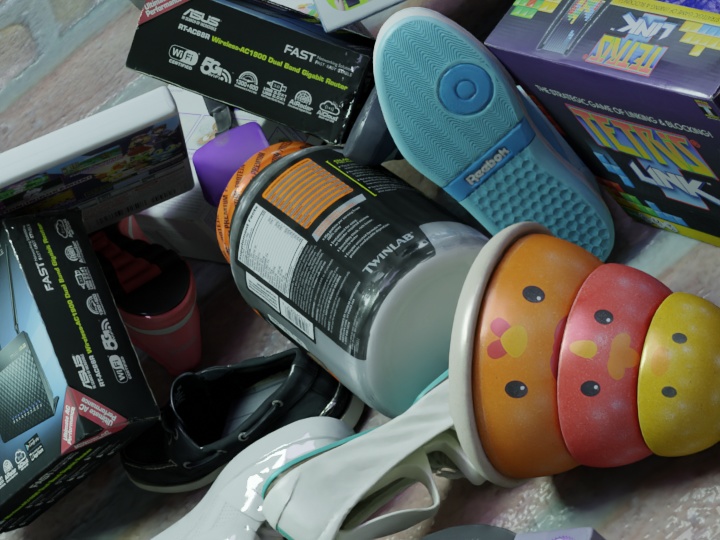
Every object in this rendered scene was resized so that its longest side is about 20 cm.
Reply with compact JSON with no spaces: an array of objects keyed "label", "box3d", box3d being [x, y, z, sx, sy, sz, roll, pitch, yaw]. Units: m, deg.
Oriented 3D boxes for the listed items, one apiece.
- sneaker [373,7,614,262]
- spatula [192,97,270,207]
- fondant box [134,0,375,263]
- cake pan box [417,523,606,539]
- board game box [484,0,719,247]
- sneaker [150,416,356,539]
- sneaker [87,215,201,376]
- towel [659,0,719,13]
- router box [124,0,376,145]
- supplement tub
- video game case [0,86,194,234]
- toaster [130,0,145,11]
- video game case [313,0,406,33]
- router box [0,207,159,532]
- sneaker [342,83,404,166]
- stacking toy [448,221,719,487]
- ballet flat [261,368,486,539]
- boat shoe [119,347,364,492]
[{"label":"sneaker","box3d":[0.074,-0.093,1.437,0.079,0.200,0.131,-32,25,15]},{"label":"spatula","box3d":[-0.099,-0.108,1.681,0.056,0.021,0.200,-27,35,5]},{"label":"fondant box","box3d":[-0.091,-0.105,1.741,0.144,0.058,0.201,9,63,51]},{"label":"cake pan box","box3d":[0.042,0.231,1.261,0.183,0.052,0.201,-9,48,39]},{"label":"board game box","box3d":[0.184,-0.078,1.324,0.057,0.165,0.200,-52,34,-11]},{"label":"sneaker","box3d":[-0.068,0.183,1.414,0.200,0.074,0.116,-42,34,23]},{"label":"sneaker","box3d":[-0.170,0.008,1.671,0.073,0.087,0.200,-29,41,-14]},{"label":"towel","box3d":[0.206,-0.191,1.519,0.200,0.050,0.148,-47,33,-1]},{"label":"router box","box3d":[-0.055,-0.138,1.573,0.200,0.149,0.063,-30,-39,-79]},{"label":"supplement tub","box3d":[0.000,0.000,1.461,0.123,0.123,0.200,-48,40,-4]},{"label":"video game case","box3d":[-0.207,-0.049,1.561,0.199,0.182,0.023,-23,78,-6]},{"label":"toaster","box3d":[-0.153,-0.317,1.969,0.181,0.119,0.200,-41,35,5]},{"label":"video game case","box3d":[0.058,-0.216,1.587,0.180,0.046,0.200,-22,7,6]},{"label":"router box","box3d":[-0.227,0.072,1.568,0.200,0.062,0.151,-39,69,45]},{"label":"sneaker","box3d":[0.050,-0.102,1.504,0.070,0.082,0.200,-60,-4,26]},{"label":"stacking toy","box3d":[0.159,0.051,1.279,0.199,0.146,0.147,4,56,29]},{"label":"ballet flat","box3d":[0.038,0.106,1.361,0.199,0.070,0.069,-29,29,-22]},{"label":"boat shoe","box3d":[-0.092,0.091,1.531,0.199,0.066,0.075,-12,48,40]}]
